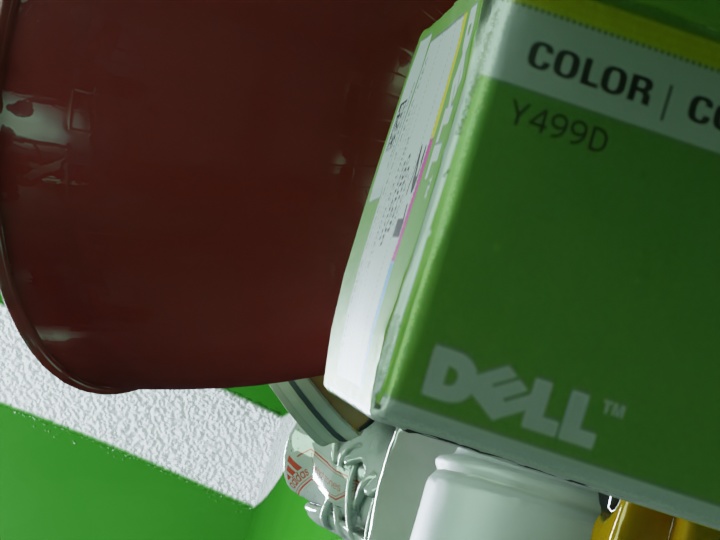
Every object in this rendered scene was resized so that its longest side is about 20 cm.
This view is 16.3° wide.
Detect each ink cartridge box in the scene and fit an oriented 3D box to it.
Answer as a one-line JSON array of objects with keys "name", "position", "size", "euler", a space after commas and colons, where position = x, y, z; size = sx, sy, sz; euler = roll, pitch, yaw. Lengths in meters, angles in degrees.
[{"name": "ink cartridge box", "position": [0.078, 0.009, 0.379], "size": [0.200, 0.147, 0.076], "euler": [-176, 104, -85]}]

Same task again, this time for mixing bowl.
[{"name": "mixing bowl", "position": [-0.008, -0.050, 0.716], "size": [0.200, 0.108, 0.202], "euler": [-40, -43, -51]}]

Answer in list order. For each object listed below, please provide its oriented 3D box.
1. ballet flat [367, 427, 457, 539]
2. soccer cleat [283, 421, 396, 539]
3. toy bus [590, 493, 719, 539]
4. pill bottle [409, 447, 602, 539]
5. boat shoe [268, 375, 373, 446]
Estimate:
[{"name": "ballet flat", "position": [0.031, 0.116, 0.734], "size": [0.070, 0.069, 0.202], "euler": [-84, 9, -71]}, {"name": "soccer cleat", "position": [0.013, 0.078, 0.887], "size": [0.200, 0.085, 0.069], "euler": [-97, 25, -84]}, {"name": "toy bus", "position": [0.114, -0.009, 0.563], "size": [0.078, 0.065, 0.202], "euler": [-128, 56, -83]}, {"name": "pill bottle", "position": [0.080, -0.007, 0.664], "size": [0.111, 0.110, 0.202], "euler": [141, 147, -82]}, {"name": "boat shoe", "position": [0.000, 0.000, 0.905], "size": [0.062, 0.075, 0.200], "euler": [-36, 14, 11]}]
